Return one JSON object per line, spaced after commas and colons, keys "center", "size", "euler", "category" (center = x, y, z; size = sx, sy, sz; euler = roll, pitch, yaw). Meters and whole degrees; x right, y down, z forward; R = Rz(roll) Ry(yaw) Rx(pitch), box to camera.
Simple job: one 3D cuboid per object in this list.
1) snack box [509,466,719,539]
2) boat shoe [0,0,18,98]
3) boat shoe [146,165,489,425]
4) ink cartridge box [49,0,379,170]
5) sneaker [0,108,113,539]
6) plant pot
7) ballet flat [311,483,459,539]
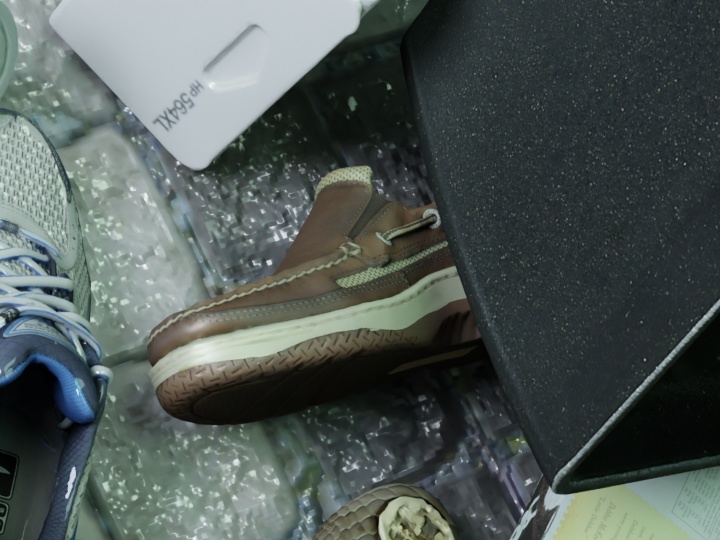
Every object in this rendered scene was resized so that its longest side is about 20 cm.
{"center": [0.105, 0.132, 0.938], "size": [0.116, 0.037, 0.201], "euler": [38, 53, -9], "category": "snack box"}
{"center": [-0.197, -0.027, 0.819], "size": [0.060, 0.076, 0.200], "euler": [27, 56, 30], "category": "boat shoe"}
{"center": [-0.004, 0.003, 0.916], "size": [0.202, 0.075, 0.075], "euler": [-10, 73, -47], "category": "boat shoe"}
{"center": [-0.006, -0.149, 0.938], "size": [0.084, 0.146, 0.200], "euler": [45, 52, -5], "category": "ink cartridge box"}
{"center": [-0.111, 0.031, 0.825], "size": [0.077, 0.085, 0.201], "euler": [12, 61, -26], "category": "sneaker"}
{"center": [0.134, -0.062, 0.892], "size": [0.199, 0.200, 0.178], "euler": [-5, 53, -48], "category": "plant pot"}
{"center": [-0.012, 0.149, 0.852], "size": [0.067, 0.046, 0.200], "euler": [41, 53, -9], "category": "ballet flat"}
